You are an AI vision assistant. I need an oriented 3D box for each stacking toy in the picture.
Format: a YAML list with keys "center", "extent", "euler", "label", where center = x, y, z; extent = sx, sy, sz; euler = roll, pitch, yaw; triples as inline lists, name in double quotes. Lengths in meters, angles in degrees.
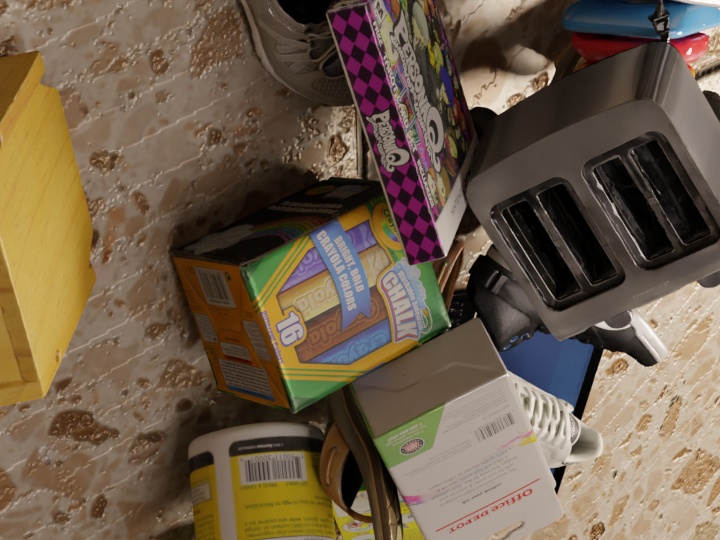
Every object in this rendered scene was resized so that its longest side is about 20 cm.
- center: [0.223, -0.117, 1.670]
  extent: [0.116, 0.109, 0.201]
  euler: [-23, 116, -55]
  label: "stacking toy"

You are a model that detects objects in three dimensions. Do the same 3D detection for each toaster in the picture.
- center: [0.194, -0.066, 1.585]
  extent: [0.180, 0.119, 0.200]
  euler: [-25, 110, 24]
  label: "toaster"

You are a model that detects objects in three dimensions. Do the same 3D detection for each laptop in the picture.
- center: [0.092, 0.118, 1.821]
  extent: [0.199, 0.103, 0.178]
  euler: [-5, 119, -41]
  label: "laptop"

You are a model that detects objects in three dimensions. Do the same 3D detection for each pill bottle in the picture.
- center: [-0.074, 0.230, 1.663]
  extent: [0.114, 0.114, 0.201]
  euler: [9, 68, -45]
  label: "pill bottle"

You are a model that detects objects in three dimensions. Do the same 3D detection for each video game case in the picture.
- center: [0.037, -0.132, 1.533]
  extent: [0.181, 0.036, 0.201]
  euler: [-64, 139, -62]
  label: "video game case"

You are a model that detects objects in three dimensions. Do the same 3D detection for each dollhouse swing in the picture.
- center: [-0.302, -0.023, 1.419]
  extent: [0.182, 0.175, 0.201]
  euler: [-73, 160, -48]
  label: "dollhouse swing"

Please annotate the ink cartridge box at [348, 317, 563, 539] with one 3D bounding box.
- center: [0.079, 0.142, 1.634]
  extent: [0.117, 0.067, 0.200]
  euler: [-26, 136, -1]
  label: "ink cartridge box"

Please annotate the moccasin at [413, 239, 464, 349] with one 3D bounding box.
- center: [0.055, 0.063, 1.734]
  extent: [0.074, 0.077, 0.203]
  euler: [-36, 137, -64]
  label: "moccasin"

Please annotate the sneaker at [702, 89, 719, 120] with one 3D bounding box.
- center: [0.283, -0.070, 1.898]
  extent: [0.079, 0.074, 0.201]
  euler: [9, 110, -40]
  label: "sneaker"

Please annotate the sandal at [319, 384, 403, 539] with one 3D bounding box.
- center: [-0.010, 0.149, 1.651]
  extent: [0.054, 0.201, 0.080]
  euler: [-22, 157, 4]
  label: "sandal"

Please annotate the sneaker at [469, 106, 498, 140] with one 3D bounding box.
- center: [0.147, -0.091, 1.770]
  extent: [0.104, 0.060, 0.200]
  euler: [-40, 141, -16]
  label: "sneaker"

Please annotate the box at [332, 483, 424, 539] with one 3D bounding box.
- center: [0.036, 0.201, 1.797]
  extent: [0.117, 0.049, 0.200]
  euler: [-10, 151, 2]
  label: "box"

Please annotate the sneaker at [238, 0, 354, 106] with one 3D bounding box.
- center: [-0.039, -0.179, 1.519]
  extent: [0.075, 0.082, 0.200]
  euler: [-48, 138, -6]
  label: "sneaker"

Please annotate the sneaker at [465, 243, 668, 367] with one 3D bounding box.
- center: [0.165, 0.041, 1.775]
  extent: [0.112, 0.073, 0.200]
  euler: [-45, 116, 5]
  label: "sneaker"

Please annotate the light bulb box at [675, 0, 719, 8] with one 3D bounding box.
- center: [0.240, -0.276, 1.608]
  extent: [0.198, 0.200, 0.126]
  euler: [-1, 104, -43]
  label: "light bulb box"

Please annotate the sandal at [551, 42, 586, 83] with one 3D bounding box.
- center: [0.190, -0.158, 1.743]
  extent: [0.080, 0.054, 0.200]
  euler: [52, 56, -23]
  label: "sandal"

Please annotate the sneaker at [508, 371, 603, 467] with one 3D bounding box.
- center: [0.134, 0.120, 1.738]
  extent: [0.200, 0.080, 0.077]
  euler: [29, 71, -57]
  label: "sneaker"

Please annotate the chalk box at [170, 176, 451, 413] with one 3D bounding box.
- center: [-0.020, 0.006, 1.603]
  extent: [0.199, 0.125, 0.125]
  euler: [-26, 107, -27]
  label: "chalk box"
